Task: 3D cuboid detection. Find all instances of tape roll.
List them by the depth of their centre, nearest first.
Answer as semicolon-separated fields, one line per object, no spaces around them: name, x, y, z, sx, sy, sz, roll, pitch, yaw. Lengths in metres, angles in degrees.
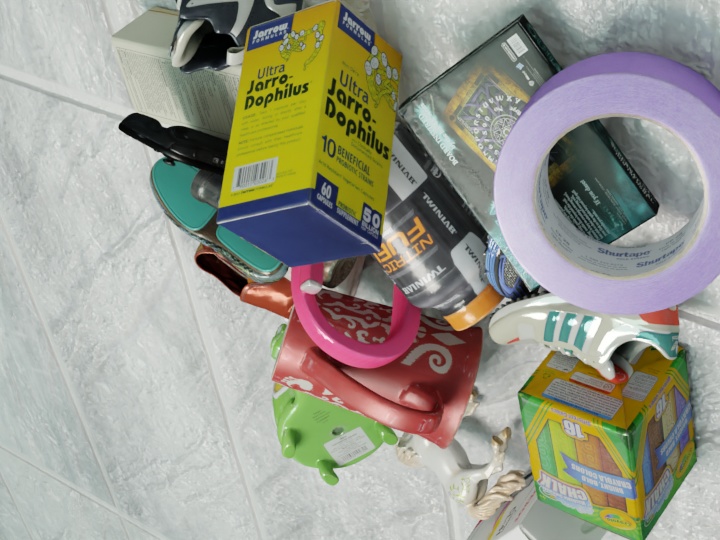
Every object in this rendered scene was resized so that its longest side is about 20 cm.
tape roll;0.209;-0.068;1.020;0.198;0.066;0.202;7;116;15

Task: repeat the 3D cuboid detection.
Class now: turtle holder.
turtle holder;-0.052;0.152;1.511;0.185;0.132;0.141;21;121;-33

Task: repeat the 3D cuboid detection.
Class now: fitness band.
fitness band;0.000;0.000;1.270;0.143;0.201;0.037;25;142;-28

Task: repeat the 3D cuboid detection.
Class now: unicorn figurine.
unicorn figurine;0.100;0.201;1.453;0.138;0.073;0.201;-60;38;28

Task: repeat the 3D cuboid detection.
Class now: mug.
mug;0.017;0.091;1.322;0.198;0.134;0.178;18;172;-2

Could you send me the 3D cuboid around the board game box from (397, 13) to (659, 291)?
board game box;0.141;-0.096;1.084;0.135;0.028;0.201;-33;100;28

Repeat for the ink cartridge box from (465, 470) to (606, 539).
ink cartridge box;0.192;0.288;1.407;0.086;0.148;0.200;41;145;3

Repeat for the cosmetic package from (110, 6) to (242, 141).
cosmetic package;-0.158;-0.202;1.332;0.199;0.073;0.104;18;138;33

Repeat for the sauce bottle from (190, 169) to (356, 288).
sauce bottle;-0.095;-0.052;1.376;0.199;0.065;0.065;31;144;22

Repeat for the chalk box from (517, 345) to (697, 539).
chalk box;0.246;0.171;1.249;0.124;0.124;0.201;16;136;36

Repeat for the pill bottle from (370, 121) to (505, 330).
pill bottle;0.060;-0.038;1.245;0.200;0.106;0.106;50;146;-8

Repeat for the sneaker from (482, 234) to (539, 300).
sneaker;0.163;-0.039;1.167;0.078;0.075;0.201;25;143;21

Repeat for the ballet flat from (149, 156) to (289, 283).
ballet flat;-0.160;-0.052;1.450;0.200;0.074;0.074;42;146;14

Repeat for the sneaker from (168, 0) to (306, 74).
sneaker;-0.165;-0.257;1.231;0.199;0.130;0.080;35;143;14

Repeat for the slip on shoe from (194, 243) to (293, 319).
slip on shoe;-0.117;0.021;1.531;0.199;0.061;0.074;36;143;10

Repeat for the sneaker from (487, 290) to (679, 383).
sneaker;0.204;0.062;1.175;0.199;0.070;0.094;-18;77;38

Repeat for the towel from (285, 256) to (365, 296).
towel;-0.079;-0.059;1.435;0.199;0.032;0.192;36;145;15

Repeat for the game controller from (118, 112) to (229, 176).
game controller;-0.154;-0.116;1.296;0.104;0.042;0.199;18;-178;34

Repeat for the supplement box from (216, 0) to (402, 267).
supplement box;-0.043;-0.120;1.148;0.109;0.202;0.109;-10;153;35
